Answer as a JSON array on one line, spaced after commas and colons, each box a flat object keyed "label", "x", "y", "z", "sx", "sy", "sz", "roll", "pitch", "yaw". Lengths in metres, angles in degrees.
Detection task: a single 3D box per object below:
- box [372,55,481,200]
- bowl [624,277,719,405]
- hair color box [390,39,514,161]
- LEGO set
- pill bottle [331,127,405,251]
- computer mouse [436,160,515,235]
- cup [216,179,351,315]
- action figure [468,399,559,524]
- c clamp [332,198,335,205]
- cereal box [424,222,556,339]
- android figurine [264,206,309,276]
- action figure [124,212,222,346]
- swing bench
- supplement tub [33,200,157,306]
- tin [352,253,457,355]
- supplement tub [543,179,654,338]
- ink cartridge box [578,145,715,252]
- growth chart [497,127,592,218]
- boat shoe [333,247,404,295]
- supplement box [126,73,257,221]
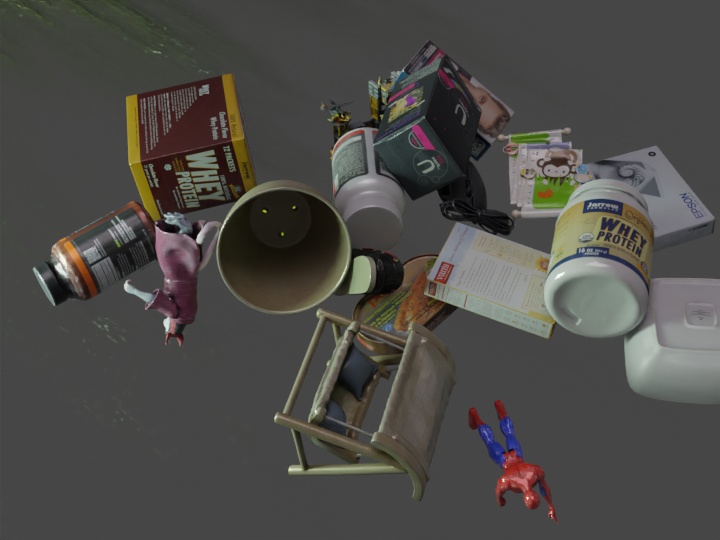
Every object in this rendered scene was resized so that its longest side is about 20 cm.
[{"label": "box", "x": 0.110, "y": -0.230, "z": 1.676, "sx": 0.105, "sy": 0.123, "sz": 0.201, "roll": -23, "pitch": 30, "yaw": 31}, {"label": "bowl", "x": 0.470, "y": 0.085, "z": 1.456, "sx": 0.197, "sy": 0.075, "sz": 0.201, "roll": 3, "pitch": 48, "yaw": 11}, {"label": "hair color box", "x": 0.160, "y": -0.295, "z": 1.819, "sx": 0.199, "sy": 0.061, "sz": 0.100, "roll": 39, "pitch": 57, "yaw": -2}, {"label": "LEGO set", "x": 0.036, "y": -0.266, "z": 1.830, "sx": 0.198, "sy": 0.117, "sz": 0.154, "roll": -20, "pitch": 43, "yaw": -17}, {"label": "pill bottle", "x": 0.013, "y": -0.128, "z": 1.677, "sx": 0.114, "sy": 0.117, "sz": 0.202, "roll": -7, "pitch": 42, "yaw": 3}, {"label": "computer mouse", "x": 0.170, "y": -0.140, "z": 1.710, "sx": 0.137, "sy": 0.053, "sz": 0.201, "roll": 13, "pitch": 30, "yaw": -27}, {"label": "cup", "x": -0.118, "y": -0.056, "z": 1.588, "sx": 0.197, "sy": 0.203, "sz": 0.144, "roll": -12, "pitch": 27, "yaw": -2}, {"label": "action figure", "x": 0.197, "y": 0.261, "z": 1.350, "sx": 0.064, "sy": 0.100, "sz": 0.200, "roll": -17, "pitch": 23, "yaw": -3}, {"label": "c clamp", "x": 0.031, "y": -0.109, "z": 1.754, "sx": 0.168, "sy": 0.027, "sz": 0.201, "roll": 8, "pitch": 48, "yaw": 17}, {"label": "cereal box", "x": 0.209, "y": 0.012, "z": 1.562, "sx": 0.198, "sy": 0.040, "sz": 0.144, "roll": 20, "pitch": 45, "yaw": 14}, {"label": "android figurine", "x": -0.144, "y": -0.041, "z": 1.708, "sx": 0.180, "sy": 0.041, "sz": 0.201, "roll": -23, "pitch": 50, "yaw": -11}, {"label": "action figure", "x": -0.266, "y": 0.016, "z": 1.591, "sx": 0.147, "sy": 0.203, "sz": 0.134, "roll": 4, "pitch": 9, "yaw": 21}, {"label": "swing bench", "x": 0.014, "y": 0.175, "z": 1.410, "sx": 0.197, "sy": 0.131, "sz": 0.200, "roll": 7, "pitch": 47, "yaw": 16}, {"label": "supplement tub", "x": -0.424, "y": -0.023, "z": 1.697, "sx": 0.199, "sy": 0.108, "sz": 0.107, "roll": -31, "pitch": 49, "yaw": -20}, {"label": "tin", "x": 0.074, "y": 0.050, "z": 1.585, "sx": 0.199, "sy": 0.042, "sz": 0.112, "roll": -39, "pitch": 56, "yaw": -25}, {"label": "supplement tub", "x": 0.343, "y": -0.020, "z": 1.494, "sx": 0.142, "sy": 0.146, "sz": 0.201, "roll": 5, "pitch": 45, "yaw": 15}, {"label": "ink cartridge box", "x": 0.426, "y": -0.105, "z": 1.670, "sx": 0.197, "sy": 0.041, "sz": 0.201, "roll": -17, "pitch": 46, "yaw": -7}, {"label": "growth chart", "x": 0.304, "y": -0.159, "z": 1.714, "sx": 0.142, "sy": 0.018, "sz": 0.202, "roll": -9, "pitch": 51, "yaw": 10}, {"label": "boat shoe", "x": 0.000, "y": 0.003, "z": 1.590, "sx": 0.062, "sy": 0.075, "sz": 0.201, "roll": 0, "pitch": 3, "yaw": -25}, {"label": "supplement box", "x": -0.295, "y": -0.218, "z": 1.843, "sx": 0.197, "sy": 0.134, "sz": 0.199, "roll": -13, "pitch": 45, "yaw": -2}]
